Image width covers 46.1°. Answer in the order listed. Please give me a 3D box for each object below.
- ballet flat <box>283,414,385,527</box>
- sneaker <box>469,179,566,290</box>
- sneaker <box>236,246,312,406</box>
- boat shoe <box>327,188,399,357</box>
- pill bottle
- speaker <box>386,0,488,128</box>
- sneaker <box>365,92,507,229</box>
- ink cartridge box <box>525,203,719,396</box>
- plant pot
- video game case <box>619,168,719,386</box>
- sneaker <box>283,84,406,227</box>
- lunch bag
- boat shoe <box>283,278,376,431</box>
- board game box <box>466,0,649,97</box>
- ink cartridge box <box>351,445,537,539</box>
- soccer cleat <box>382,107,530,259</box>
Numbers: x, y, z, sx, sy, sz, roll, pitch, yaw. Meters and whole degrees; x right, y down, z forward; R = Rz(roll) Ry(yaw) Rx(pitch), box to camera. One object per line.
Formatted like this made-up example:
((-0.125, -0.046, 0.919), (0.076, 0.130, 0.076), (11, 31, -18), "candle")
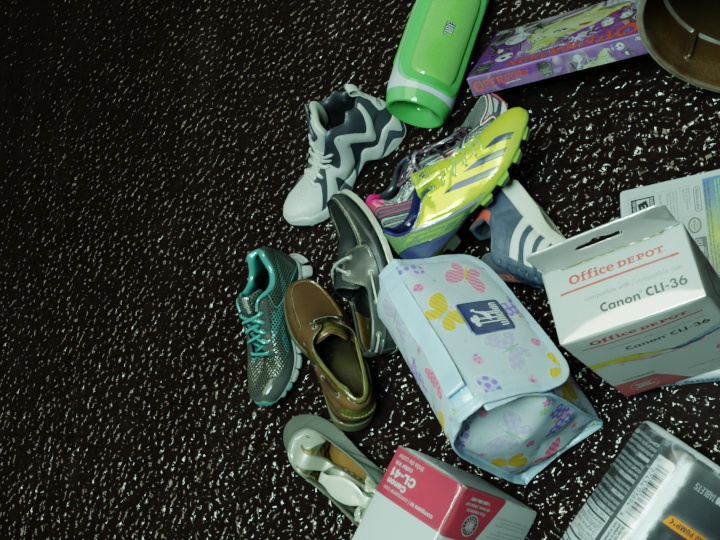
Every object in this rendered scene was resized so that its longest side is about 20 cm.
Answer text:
((-0.032, 0.209, 0.904), (0.200, 0.064, 0.068), (27, 99, 41), "ballet flat")
((0.175, -0.004, 0.850), (0.084, 0.075, 0.200), (-41, 40, 12), "sneaker")
((-0.119, 0.062, 1.025), (0.077, 0.091, 0.201), (-12, 62, 34), "sneaker")
((0.000, 0.000, 0.939), (0.072, 0.067, 0.200), (122, 130, -63), "boat shoe")
((0.218, 0.231, 0.680), (0.106, 0.106, 0.200), (36, 93, 42), "pill bottle")
((0.096, -0.279, 1.030), (0.088, 0.088, 0.201), (9, 75, 39), "speaker")
((0.090, -0.118, 0.947), (0.200, 0.075, 0.081), (-51, 17, 4), "sneaker")
((0.225, 0.031, 0.676), (0.116, 0.200, 0.068), (-24, 55, 27), "ink cartridge box")
((0.373, -0.300, 0.769), (0.200, 0.200, 0.199), (3, 64, 38), "plant pot")
((0.331, -0.001, 0.762), (0.182, 0.022, 0.201), (-12, 61, 33), "video game case")
((-0.050, -0.149, 1.048), (0.199, 0.130, 0.080), (-38, 50, 17), "sneaker")
((0.111, 0.083, 0.769), (0.127, 0.200, 0.170), (-42, 49, 14), "lunch bag")
((-0.031, 0.078, 0.951), (0.072, 0.068, 0.200), (-20, 58, -17), "boat shoe")
((0.225, -0.249, 0.921), (0.200, 0.032, 0.120), (-7, 39, 34), "board game box")
((0.054, 0.275, 0.756), (0.086, 0.148, 0.200), (26, 85, 42), "ink cartridge box")
((0.099, -0.094, 0.884), (0.200, 0.084, 0.065), (-54, 3, 12), "soccer cleat")
